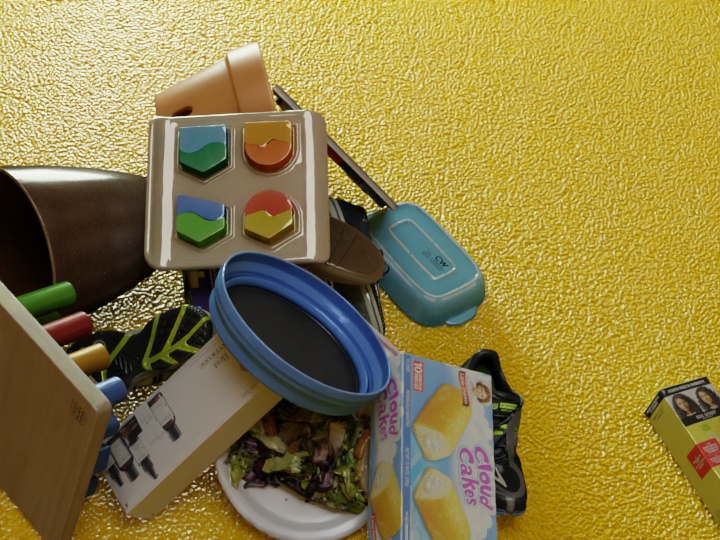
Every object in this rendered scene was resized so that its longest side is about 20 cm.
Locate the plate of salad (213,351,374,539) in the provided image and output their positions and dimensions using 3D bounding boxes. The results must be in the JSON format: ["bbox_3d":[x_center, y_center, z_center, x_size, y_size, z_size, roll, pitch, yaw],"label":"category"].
[{"bbox_3d":[-0.049,0.174,1.146,0.199,0.048,0.201,4,76,-16],"label":"plate of salad"}]

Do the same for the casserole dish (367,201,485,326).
[{"bbox_3d":[0.072,-0.015,1.395,0.121,0.039,0.200,-25,59,-29],"label":"casserole dish"}]

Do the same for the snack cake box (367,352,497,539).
[{"bbox_3d":[0.072,0.196,1.138,0.115,0.067,0.201,15,60,-25],"label":"snack cake box"}]

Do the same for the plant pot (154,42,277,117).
[{"bbox_3d":[-0.166,-0.164,1.384,0.139,0.200,0.201,-15,52,-2],"label":"plant pot"}]

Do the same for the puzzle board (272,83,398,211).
[{"bbox_3d":[-0.036,-0.146,1.375,0.017,0.151,0.200,-45,97,1],"label":"puzzle board"}]

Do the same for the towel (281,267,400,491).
[{"bbox_3d":[-0.065,0.112,1.195,0.146,0.030,0.200,41,69,-1],"label":"towel"}]

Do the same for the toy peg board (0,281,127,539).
[{"bbox_3d":[-0.296,0.122,1.096,0.199,0.200,0.098,41,38,23],"label":"toy peg board"}]

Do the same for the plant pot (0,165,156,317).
[{"bbox_3d":[-0.301,-0.037,1.255,0.200,0.187,0.187,-17,54,-43],"label":"plant pot"}]

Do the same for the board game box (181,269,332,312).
[{"bbox_3d":[-0.114,0.044,1.289,0.165,0.057,0.201,0,50,-15],"label":"board game box"}]

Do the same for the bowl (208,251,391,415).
[{"bbox_3d":[-0.062,0.063,1.115,0.200,0.039,0.201,33,22,-15],"label":"bowl"}]

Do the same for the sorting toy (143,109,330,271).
[{"bbox_3d":[-0.134,-0.093,1.239,0.199,0.036,0.186,-1,69,-2],"label":"sorting toy"}]

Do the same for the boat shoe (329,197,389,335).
[{"bbox_3d":[0.000,0.000,1.334,0.062,0.075,0.201,-1,57,-28],"label":"boat shoe"}]

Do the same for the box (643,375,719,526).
[{"bbox_3d":[0.403,0.216,1.256,0.075,0.050,0.200,-11,53,-23],"label":"box"}]

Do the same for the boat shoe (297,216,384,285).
[{"bbox_3d":[-0.069,-0.025,1.279,0.199,0.065,0.071,22,47,5],"label":"boat shoe"}]

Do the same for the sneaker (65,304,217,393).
[{"bbox_3d":[-0.224,0.094,1.179,0.199,0.076,0.076,-15,72,22],"label":"sneaker"}]

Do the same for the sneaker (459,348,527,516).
[{"bbox_3d":[0.137,0.170,1.214,0.070,0.083,0.200,5,49,-14],"label":"sneaker"}]

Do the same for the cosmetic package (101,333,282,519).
[{"bbox_3d":[-0.166,0.147,1.113,0.200,0.051,0.083,-43,63,6],"label":"cosmetic package"}]
